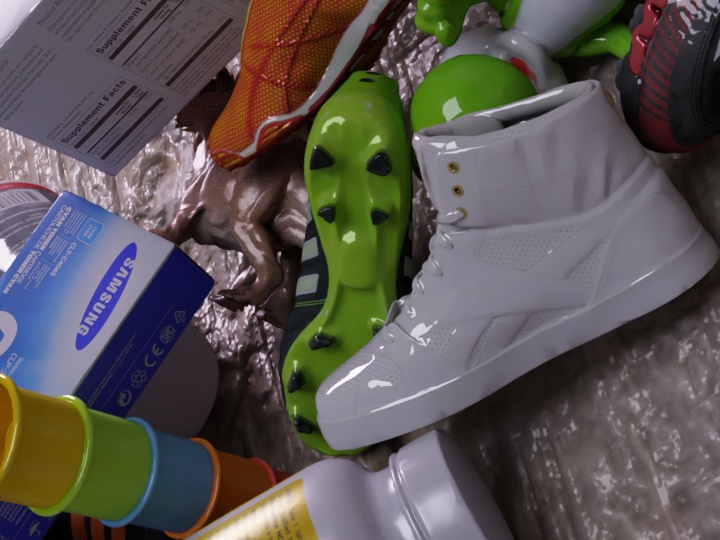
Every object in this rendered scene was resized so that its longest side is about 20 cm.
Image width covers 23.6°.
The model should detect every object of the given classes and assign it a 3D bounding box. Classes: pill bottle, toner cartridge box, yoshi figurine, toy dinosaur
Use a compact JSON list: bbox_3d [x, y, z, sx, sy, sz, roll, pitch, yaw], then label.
[{"bbox_3d":[-0.029,0.156,0.773,0.199,0.112,0.113,-31,51,8],"label":"pill bottle"},{"bbox_3d":[-0.168,0.063,0.872,0.095,0.043,0.200,24,76,38],"label":"toner cartridge box"},{"bbox_3d":[-0.172,0.032,1.004,0.200,0.116,0.116,34,101,48],"label":"pill bottle"},{"bbox_3d":[0.084,-0.114,0.792,0.112,0.112,0.201,43,112,39],"label":"yoshi figurine"},{"bbox_3d":[-0.055,-0.047,0.937,0.200,0.086,0.136,18,82,43],"label":"toy dinosaur"}]

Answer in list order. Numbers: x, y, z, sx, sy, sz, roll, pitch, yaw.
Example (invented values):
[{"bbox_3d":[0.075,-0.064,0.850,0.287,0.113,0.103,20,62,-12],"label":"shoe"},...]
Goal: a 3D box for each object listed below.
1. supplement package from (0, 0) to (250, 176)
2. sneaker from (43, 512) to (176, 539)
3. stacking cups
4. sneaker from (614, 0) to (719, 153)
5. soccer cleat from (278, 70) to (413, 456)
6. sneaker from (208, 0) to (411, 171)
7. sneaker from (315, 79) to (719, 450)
[{"bbox_3d":[-0.123,-0.182,0.914,0.200,0.111,0.156,-40,45,30],"label":"supplement package"},{"bbox_3d":[-0.117,0.145,0.942,0.200,0.070,0.090,38,100,41],"label":"sneaker"},{"bbox_3d":[-0.097,0.101,0.831,0.060,0.199,0.061,-24,56,43],"label":"stacking cups"},{"bbox_3d":[0.185,-0.119,0.707,0.201,0.071,0.098,-52,42,19],"label":"sneaker"},{"bbox_3d":[0.000,0.000,0.844,0.081,0.067,0.201,-68,-14,-58],"label":"soccer cleat"},{"bbox_3d":[-0.023,-0.127,0.838,0.077,0.073,0.200,42,125,4],"label":"sneaker"},{"bbox_3d":[0.042,-0.008,0.762,0.200,0.116,0.074,-30,14,19],"label":"sneaker"}]
